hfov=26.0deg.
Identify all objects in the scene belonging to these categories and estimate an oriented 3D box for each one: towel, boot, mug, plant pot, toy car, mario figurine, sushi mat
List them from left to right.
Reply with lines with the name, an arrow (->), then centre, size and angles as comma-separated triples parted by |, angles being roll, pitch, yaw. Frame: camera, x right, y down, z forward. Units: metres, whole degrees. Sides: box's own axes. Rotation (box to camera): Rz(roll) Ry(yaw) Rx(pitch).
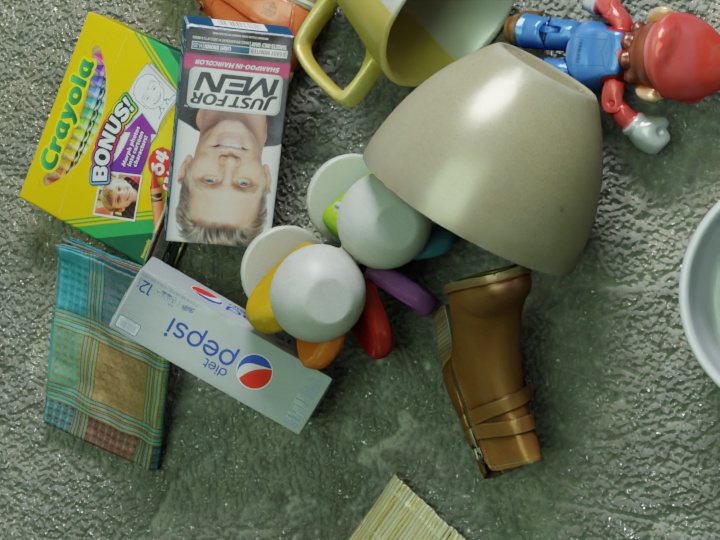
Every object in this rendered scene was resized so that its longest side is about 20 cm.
towel -> -0.244, 0.082, 1.514 | 0.146, 0.022, 0.201 | 19, 112, 26
boot -> -0.130, -0.251, 1.492 | 0.200, 0.075, 0.108 | 27, 102, 24
toy car -> 0.000, 0.000, 1.371 | 0.150, 0.175, 0.200 | 43, 87, -19
sushi mat -> 0.009, 0.291, 1.413 | 0.096, 0.012, 0.200 | 39, 102, 22
mug -> 0.021, -0.257, 1.376 | 0.186, 0.150, 0.153 | -34, 61, -12
boot -> 0.112, 0.086, 1.292 | 0.076, 0.200, 0.156 | -9, 74, -19
plant pot -> 0.119, -0.106, 1.275 | 0.200, 0.200, 0.135 | 35, 108, 23
mario figurine -> 0.223, -0.174, 1.328 | 0.199, 0.106, 0.124 | 9, 126, 36

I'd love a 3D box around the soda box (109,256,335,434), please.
soda box -> -0.123, 0.067, 1.420 | 0.200, 0.068, 0.064 | 30, 100, -4

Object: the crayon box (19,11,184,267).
crayon box -> -0.224, -0.127, 1.528 | 0.172, 0.058, 0.201 | 26, 99, 26

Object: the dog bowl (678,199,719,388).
dog bowl -> 0.358, 0.019, 1.232 | 0.199, 0.079, 0.201 | -2, 86, 25

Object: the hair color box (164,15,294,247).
hair color box -> -0.122, -0.126, 1.431 | 0.100, 0.061, 0.201 | 4, 107, -10
